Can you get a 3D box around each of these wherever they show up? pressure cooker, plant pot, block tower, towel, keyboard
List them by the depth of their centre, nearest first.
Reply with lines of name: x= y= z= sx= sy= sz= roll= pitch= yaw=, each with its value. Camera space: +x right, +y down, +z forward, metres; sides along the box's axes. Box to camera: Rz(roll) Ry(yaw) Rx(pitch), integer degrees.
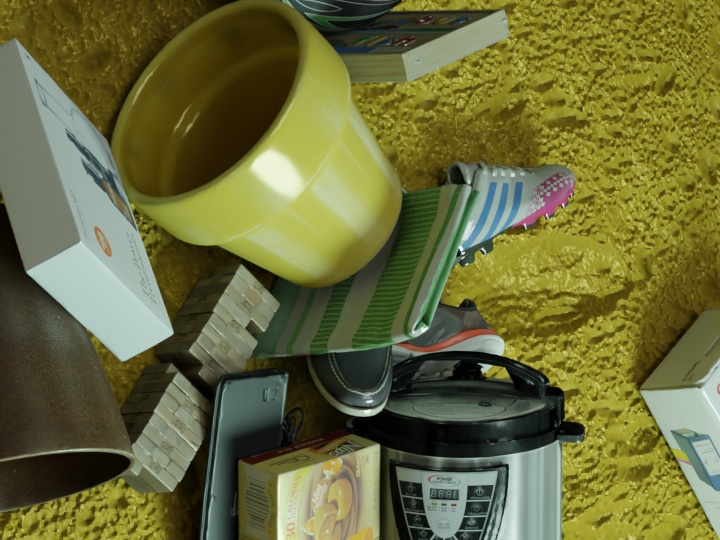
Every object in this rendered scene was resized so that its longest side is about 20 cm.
plant pot: x=-0.272 y=0.060 z=1.404 sx=0.186 sy=0.187 sz=0.201 roll=1 pitch=69 yaw=-41
block tower: x=-0.141 y=0.091 z=1.578 sx=0.058 sy=0.054 sz=0.200 roll=46 pitch=58 yaw=-26
plant pot: x=-0.070 y=-0.086 z=1.579 sx=0.189 sy=0.200 sz=0.201 roll=43 pitch=58 yaw=-40
keyboard: x=-0.100 y=0.177 z=1.602 sx=0.104 sy=0.040 sz=0.201 roll=-2 pitch=104 yaw=-46
towel: x=0.000 y=0.000 z=1.616 sx=0.023 sy=0.199 sz=0.153 roll=39 pitch=60 yaw=-35
pressure cooker: x=0.085 y=0.167 z=1.668 sx=0.175 sy=0.178 sz=0.201 roll=-7 pitch=103 yaw=-35

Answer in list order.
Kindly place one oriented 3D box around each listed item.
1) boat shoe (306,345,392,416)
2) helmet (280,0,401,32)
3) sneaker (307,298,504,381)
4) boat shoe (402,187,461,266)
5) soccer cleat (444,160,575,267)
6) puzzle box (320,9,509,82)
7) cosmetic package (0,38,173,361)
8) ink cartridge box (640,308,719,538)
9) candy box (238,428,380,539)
boat shoe: x=-0.004 y=0.036 z=1.642 sx=0.072 sy=0.063 sz=0.200 roll=9 pitch=41 yaw=-9
helmet: x=-0.035 y=-0.298 z=1.640 sx=0.191 sy=0.200 sz=0.200 roll=-48 pitch=115 yaw=-32
sneaker: x=0.031 y=0.060 z=1.738 sx=0.199 sy=0.077 sz=0.082 roll=-1 pitch=53 yaw=-35
boat shoe: x=0.016 y=-0.071 z=1.721 sx=0.200 sy=0.057 sz=0.067 roll=51 pitch=33 yaw=-19
soccer cleat: x=0.128 y=-0.074 z=1.825 sx=0.200 sy=0.070 sz=0.087 roll=-31 pitch=105 yaw=-39
puzzle box: x=0.011 y=-0.192 z=1.654 sx=0.133 sy=0.199 sz=0.026 roll=-28 pitch=114 yaw=-40
cosmetic package: x=-0.215 y=-0.052 z=1.433 sx=0.151 sy=0.052 sz=0.201 roll=49 pitch=15 yaw=-55
ink cartridge box: x=0.394 y=0.156 z=2.003 sx=0.145 sy=0.087 sz=0.200 roll=-45 pitch=115 yaw=-36
candy box: x=-0.042 y=0.244 z=1.608 sx=0.115 sy=0.055 sz=0.201 roll=-12 pitch=109 yaw=-41
